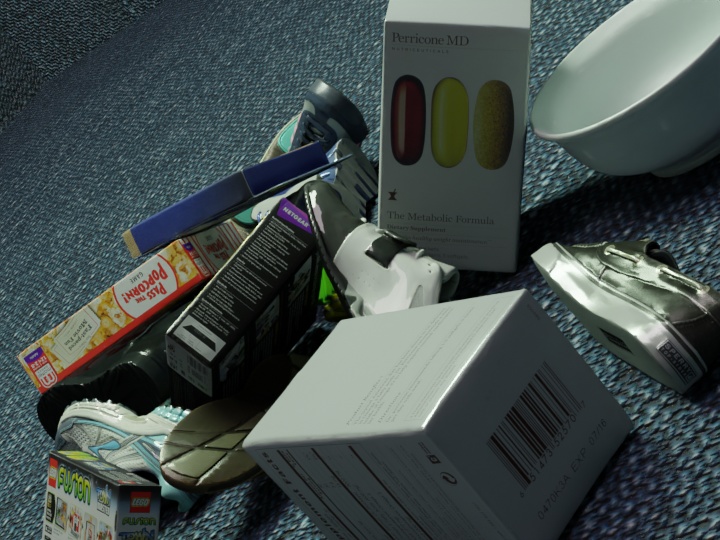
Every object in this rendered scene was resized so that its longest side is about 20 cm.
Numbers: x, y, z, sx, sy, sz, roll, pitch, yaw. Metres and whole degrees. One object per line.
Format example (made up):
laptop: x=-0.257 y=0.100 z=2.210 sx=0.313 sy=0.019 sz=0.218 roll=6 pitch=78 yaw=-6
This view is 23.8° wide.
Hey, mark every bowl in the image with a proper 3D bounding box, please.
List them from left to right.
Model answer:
bowl: x=0.229 y=-0.133 z=1.262 sx=0.201 sy=0.090 sz=0.201 roll=-35 pitch=19 yaw=14

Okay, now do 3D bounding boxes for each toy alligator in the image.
toy alligator: x=0.000 y=0.000 z=1.420 sx=0.054 sy=0.060 sz=0.200 roll=-5 pitch=-13 yaw=-11

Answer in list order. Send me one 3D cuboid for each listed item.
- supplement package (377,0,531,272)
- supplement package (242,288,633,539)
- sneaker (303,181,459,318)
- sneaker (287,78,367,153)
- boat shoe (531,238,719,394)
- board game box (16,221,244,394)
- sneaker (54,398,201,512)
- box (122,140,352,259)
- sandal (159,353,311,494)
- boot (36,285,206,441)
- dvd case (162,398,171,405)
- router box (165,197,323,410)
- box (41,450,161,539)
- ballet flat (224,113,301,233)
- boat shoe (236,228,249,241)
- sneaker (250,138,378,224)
supplement package: x=0.072 y=-0.114 z=1.317 sx=0.113 sy=0.201 sz=0.110 roll=3 pitch=28 yaw=5
supplement package: x=0.043 y=0.101 z=1.045 sx=0.117 sy=0.117 sz=0.200 roll=-51 pitch=21 yaw=-28
sneaker: x=0.024 y=0.007 z=1.271 sx=0.088 sy=0.201 sz=0.074 roll=-27 pitch=-26 yaw=-3
sneaker: x=-0.042 y=-0.128 z=1.757 sx=0.082 sy=0.070 sz=0.200 roll=-49 pitch=-11 yaw=-13
boat shoe: x=0.173 y=0.017 z=1.071 sx=0.064 sy=0.071 sz=0.200 roll=-42 pitch=26 yaw=-3
board game box: x=-0.212 y=0.033 z=1.627 sx=0.200 sy=0.046 sz=0.151 roll=-35 pitch=-2 yaw=17
sneaker: x=-0.198 y=0.160 z=1.427 sx=0.199 sy=0.078 sz=0.087 roll=-6 pitch=54 yaw=44
box: x=-0.112 y=-0.070 z=1.564 sx=0.199 sy=0.033 sz=0.121 roll=-23 pitch=3 yaw=38
sandal: x=-0.084 y=0.126 z=1.327 sx=0.081 sy=0.055 sz=0.200 roll=15 pitch=28 yaw=18
boot: x=-0.188 y=0.081 z=1.556 sx=0.198 sy=0.074 sz=0.162 roll=-29 pitch=11 yaw=44
dvd case: x=-0.202 y=0.152 z=1.570 sx=0.146 sy=0.022 sz=0.200 roll=-44 pitch=18 yaw=-11
router box: x=-0.094 y=0.046 z=1.399 sx=0.149 sy=0.051 sz=0.200 roll=-50 pitch=-11 yaw=-21
box: x=-0.205 y=0.206 z=1.325 sx=0.200 sy=0.035 sz=0.111 roll=-175 pitch=90 yaw=-65
ballet flat: x=-0.081 y=-0.111 z=1.883 sx=0.200 sy=0.067 sz=0.062 roll=-44 pitch=-9 yaw=-19
boat shoe: x=-0.173 y=0.035 z=1.734 sx=0.200 sy=0.075 sz=0.073 roll=-40 pitch=-8 yaw=16
sneaker: x=-0.054 y=-0.046 z=1.663 sx=0.115 sy=0.081 sz=0.200 roll=-36 pitch=11 yaw=25
